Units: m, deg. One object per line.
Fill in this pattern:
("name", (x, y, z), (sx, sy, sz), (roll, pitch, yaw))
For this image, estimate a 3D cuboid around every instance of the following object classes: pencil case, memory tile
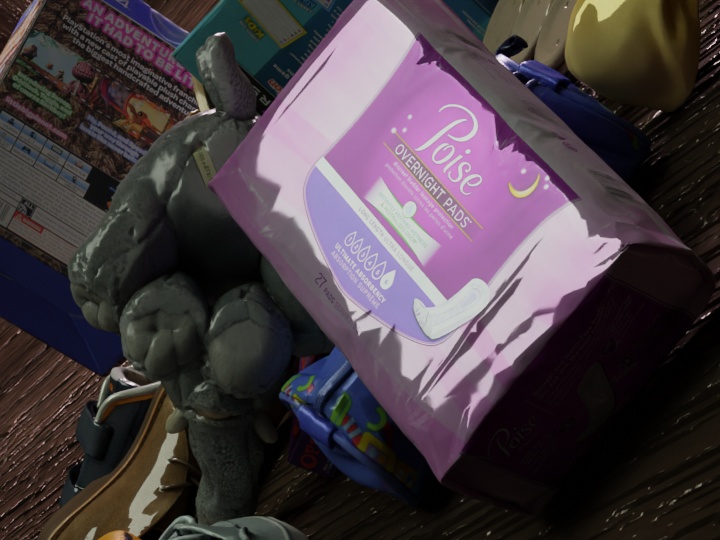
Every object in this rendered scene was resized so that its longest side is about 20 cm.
("pencil case", (0.043, 0.000, 0.964), (0.078, 0.087, 0.201), (31, 87, 40))
("memory tile", (0.060, -0.048, 1.085), (0.153, 0.017, 0.201), (-156, 88, -77))

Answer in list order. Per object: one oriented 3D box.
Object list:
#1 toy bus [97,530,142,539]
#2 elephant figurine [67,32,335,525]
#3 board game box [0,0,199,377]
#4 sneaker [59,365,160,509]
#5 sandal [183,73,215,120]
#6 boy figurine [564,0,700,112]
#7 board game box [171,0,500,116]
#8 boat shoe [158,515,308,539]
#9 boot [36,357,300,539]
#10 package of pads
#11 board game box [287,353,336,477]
("toy bus", (-0.161, 0.229, 1.144), (0.201, 0.078, 0.065), (-54, 15, 6))
("elephant figurine", (-0.066, 0.016, 1.082), (0.155, 0.141, 0.200), (-44, -12, -10))
("board game box", (-0.172, -0.065, 1.425), (0.097, 0.159, 0.201), (-36, 26, 54))
("sneaker", (-0.134, 0.107, 1.282), (0.200, 0.079, 0.078), (-49, 15, -1))
("sandal", (-0.082, -0.037, 1.311), (0.069, 0.078, 0.213), (-35, 56, 17))
("boy figurine", (0.160, -0.161, 0.982), (0.201, 0.064, 0.124), (-59, 14, -10))
("board game box", (0.005, -0.127, 1.242), (0.200, 0.151, 0.047), (-38, 12, 50))
("boat shoe", (-0.063, 0.141, 1.023), (0.070, 0.071, 0.201), (-55, 14, -1))
("boot", (-0.090, 0.110, 1.204), (0.200, 0.074, 0.075), (-50, 26, 1))
("package of pads", (0.035, -0.016, 0.869), (0.121, 0.075, 0.200), (-52, 48, 13))
("board game box", (0.000, 0.000, 1.156), (0.200, 0.032, 0.121), (-86, 13, -60))
